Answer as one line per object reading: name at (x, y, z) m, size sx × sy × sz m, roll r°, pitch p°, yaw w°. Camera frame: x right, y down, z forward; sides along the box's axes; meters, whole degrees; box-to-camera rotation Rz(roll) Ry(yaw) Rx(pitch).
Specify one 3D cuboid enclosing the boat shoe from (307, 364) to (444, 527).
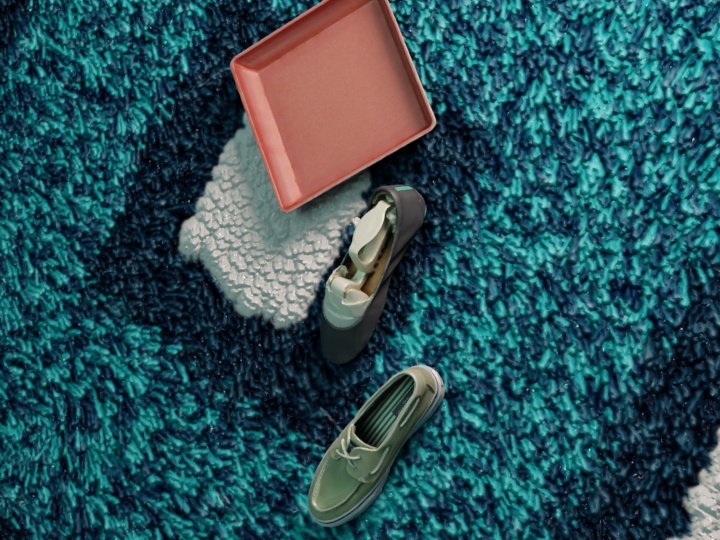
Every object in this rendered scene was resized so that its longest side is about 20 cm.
boat shoe at (0.004, 0.173, 1.607) m, size 0.072 × 0.062 × 0.200 m, roll 41°, pitch 101°, yaw 29°

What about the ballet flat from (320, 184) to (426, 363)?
ballet flat at (0.000, 0.000, 1.642) m, size 0.073 × 0.073 × 0.200 m, roll 29°, pitch 95°, yaw 30°

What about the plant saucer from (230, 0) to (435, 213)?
plant saucer at (-0.026, -0.187, 1.713) m, size 0.200 × 0.037 × 0.200 m, roll -29°, pitch 68°, yaw 22°
